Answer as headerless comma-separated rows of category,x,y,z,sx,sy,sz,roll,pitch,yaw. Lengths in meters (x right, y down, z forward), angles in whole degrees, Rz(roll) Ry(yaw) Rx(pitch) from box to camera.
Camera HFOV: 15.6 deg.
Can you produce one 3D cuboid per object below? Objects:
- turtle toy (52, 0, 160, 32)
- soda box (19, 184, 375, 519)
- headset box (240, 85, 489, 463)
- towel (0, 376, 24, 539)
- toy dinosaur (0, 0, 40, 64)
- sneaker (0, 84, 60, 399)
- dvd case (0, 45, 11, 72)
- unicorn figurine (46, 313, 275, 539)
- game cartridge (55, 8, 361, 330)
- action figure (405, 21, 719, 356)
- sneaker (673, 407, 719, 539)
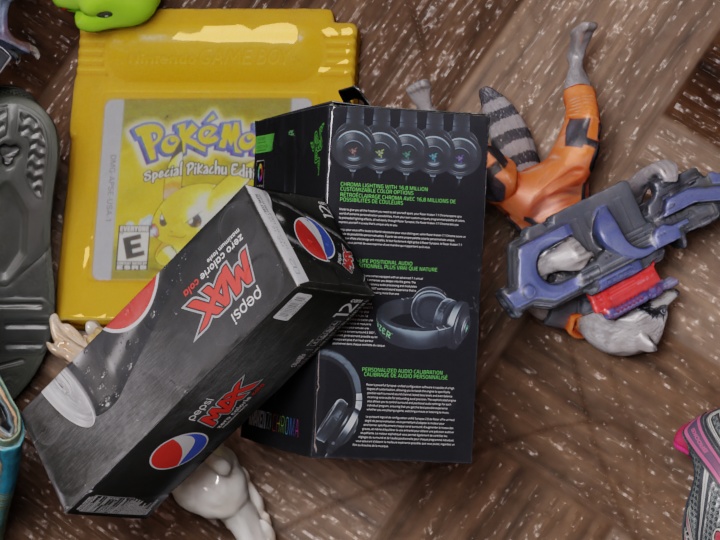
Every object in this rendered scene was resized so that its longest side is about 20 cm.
turtle toy,-0.110,-0.228,1.587,0.200,0.146,0.101,-37,94,-3
soda box,-0.087,0.044,1.367,0.200,0.063,0.071,-44,60,27
headset box,0.000,0.000,1.449,0.092,0.174,0.201,3,90,-15
towel,-0.234,0.075,1.490,0.022,0.200,0.147,-21,70,-22
toy dinosaur,-0.208,-0.219,1.590,0.105,0.200,0.182,17,68,-14
sneaker,-0.220,-0.017,1.578,0.076,0.114,0.200,4,105,-10
dvd case,-0.266,-0.066,1.536,0.025,0.200,0.151,36,82,-14
unicorn figurine,-0.103,0.109,1.504,0.074,0.137,0.200,-29,58,11
game cartridge,-0.091,-0.061,1.586,0.176,0.032,0.201,0,76,9
action figure,0.138,-0.042,1.529,0.199,0.105,0.194,-17,79,-22
sneaker,0.216,0.173,1.454,0.074,0.081,0.201,-8,66,22
